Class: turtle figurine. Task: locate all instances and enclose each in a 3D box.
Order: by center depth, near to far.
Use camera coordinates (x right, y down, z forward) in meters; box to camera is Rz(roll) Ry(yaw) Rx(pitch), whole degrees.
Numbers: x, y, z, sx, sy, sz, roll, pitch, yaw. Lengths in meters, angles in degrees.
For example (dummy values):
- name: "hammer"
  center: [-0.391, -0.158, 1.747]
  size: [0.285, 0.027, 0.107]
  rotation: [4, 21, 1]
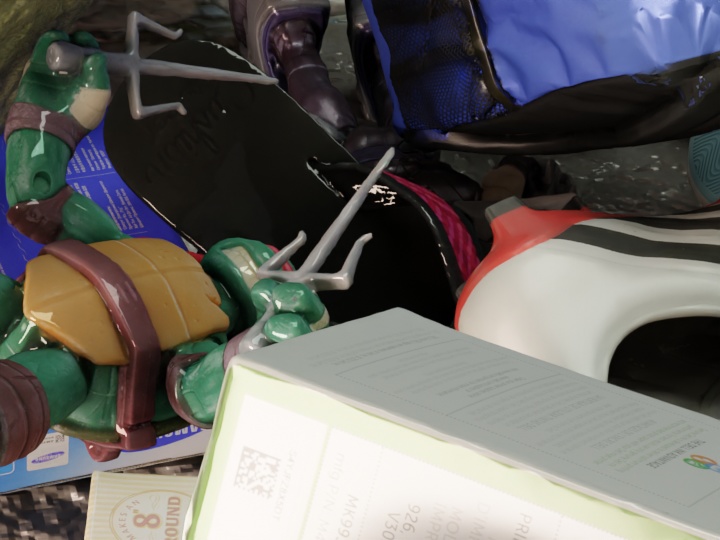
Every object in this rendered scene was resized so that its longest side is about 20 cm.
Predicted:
- name: "turtle figurine"
  center: [-0.070, 0.007, 0.820]
  size: [0.200, 0.101, 0.150]
  rotation: [-18, 40, -42]

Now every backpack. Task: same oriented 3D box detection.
- name: "backpack"
  center: [0.091, -0.120, 0.880]
  size: [0.162, 0.168, 0.200]
  rotation: [-20, 8, -22]

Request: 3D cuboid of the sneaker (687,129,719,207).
- name: "sneaker"
  center: [0.213, -0.062, 1.047]
  size: [0.200, 0.131, 0.080]
  rotation: [-35, 61, 1]

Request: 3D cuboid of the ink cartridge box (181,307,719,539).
- name: "ink cartridge box"
  center: [0.069, 0.071, 0.691]
  size: [0.199, 0.060, 0.104]
  rotation: [19, 12, 21]

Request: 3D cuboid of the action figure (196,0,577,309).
- name: "action figure"
  center: [0.006, -0.037, 0.998]
  size: [0.130, 0.070, 0.200]
  rotation: [2, 38, -15]

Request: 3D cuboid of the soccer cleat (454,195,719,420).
- name: "soccer cleat"
  center: [0.123, 0.006, 0.871]
  size: [0.199, 0.069, 0.085]
  rotation: [-13, 52, -25]

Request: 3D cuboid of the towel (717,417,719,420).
- name: "towel"
  center: [0.158, 0.044, 0.907]
  size: [0.111, 0.049, 0.200]
  rotation: [18, 37, 21]

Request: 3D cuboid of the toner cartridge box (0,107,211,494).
- name: "toner cartridge box"
  center: [-0.115, -0.008, 0.961]
  size: [0.095, 0.043, 0.200]
  rotation: [-11, 37, -17]

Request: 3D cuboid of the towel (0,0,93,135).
- name: "towel"
  center: [-0.133, -0.060, 0.848]
  size: [0.037, 0.200, 0.148]
  rotation: [49, 55, 5]

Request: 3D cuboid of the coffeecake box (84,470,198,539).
- name: "coffeecake box"
  center: [0.023, 0.129, 0.751]
  size: [0.199, 0.073, 0.154]
  rotation: [2, 36, -1]

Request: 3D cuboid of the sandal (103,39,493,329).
- name: "sandal"
  center: [0.000, 0.000, 0.900]
  size: [0.200, 0.045, 0.075]
  rotation: [38, 82, 10]
